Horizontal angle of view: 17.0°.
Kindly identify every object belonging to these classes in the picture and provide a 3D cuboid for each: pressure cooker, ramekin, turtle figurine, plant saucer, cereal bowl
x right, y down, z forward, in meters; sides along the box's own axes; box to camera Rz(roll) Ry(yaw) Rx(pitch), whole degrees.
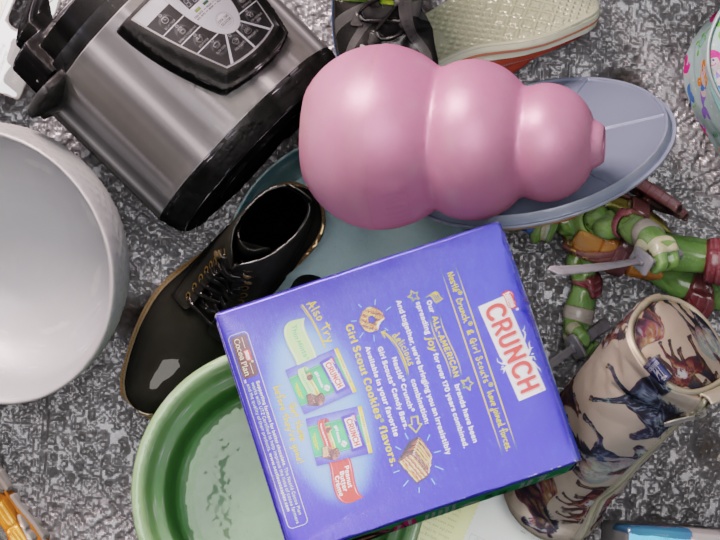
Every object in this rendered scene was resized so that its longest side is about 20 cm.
[{"bbox_3d":[-0.138,-0.148,1.691,0.200,0.176,0.179,45,103,2],"label":"pressure cooker"},{"bbox_3d":[-0.055,0.155,1.676,0.199,0.098,0.201,0,83,1],"label":"ramekin"},{"bbox_3d":[0.201,0.022,1.708,0.193,0.200,0.144,12,121,-5],"label":"turtle figurine"},{"bbox_3d":[0.000,0.000,1.759,0.199,0.027,0.201,0,87,-1],"label":"plant saucer"},{"bbox_3d":[-0.252,-0.011,1.710,0.199,0.083,0.201,4,106,14],"label":"cereal bowl"}]

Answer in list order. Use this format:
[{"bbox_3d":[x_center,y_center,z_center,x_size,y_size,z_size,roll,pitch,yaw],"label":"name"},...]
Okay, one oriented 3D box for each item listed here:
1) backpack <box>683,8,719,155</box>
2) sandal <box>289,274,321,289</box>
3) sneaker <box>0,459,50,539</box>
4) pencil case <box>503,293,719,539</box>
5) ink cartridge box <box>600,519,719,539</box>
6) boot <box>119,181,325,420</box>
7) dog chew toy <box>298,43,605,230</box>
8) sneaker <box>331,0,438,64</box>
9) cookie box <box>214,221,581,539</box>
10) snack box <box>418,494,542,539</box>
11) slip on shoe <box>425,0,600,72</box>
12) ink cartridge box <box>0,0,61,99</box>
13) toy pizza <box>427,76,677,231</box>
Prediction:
[{"bbox_3d":[0.333,-0.126,1.719,0.177,0.151,0.200,-32,81,-7],"label":"backpack"},{"bbox_3d":[0.030,0.074,1.716,0.200,0.075,0.048,33,112,8],"label":"sandal"},{"bbox_3d":[-0.286,0.168,1.719,0.077,0.078,0.200,-32,87,6],"label":"sneaker"},{"bbox_3d":[0.174,0.110,1.667,0.078,0.200,0.090,1,51,-33],"label":"pencil case"},{"bbox_3d":[0.271,0.256,1.691,0.199,0.147,0.147,5,86,-1],"label":"ink cartridge box"},{"bbox_3d":[-0.103,0.015,1.674,0.077,0.138,0.200,35,88,1],"label":"boot"},{"bbox_3d":[0.063,-0.086,1.603,0.199,0.125,0.125,3,86,10],"label":"dog chew toy"},{"bbox_3d":[0.012,-0.198,1.674,0.071,0.083,0.200,-10,94,-3],"label":"sneaker"},{"bbox_3d":[0.024,0.082,1.596,0.199,0.075,0.172,-18,83,-2],"label":"cookie box"},{"bbox_3d":[0.040,0.191,1.743,0.200,0.037,0.116,25,84,0],"label":"snack box"},{"bbox_3d":[0.081,-0.158,1.757,0.200,0.061,0.074,-25,53,-9],"label":"slip on shoe"},{"bbox_3d":[-0.311,-0.232,1.760,0.200,0.047,0.160,23,86,-5],"label":"ink cartridge box"},{"bbox_3d":[0.125,-0.076,1.699,0.200,0.200,0.032,-17,120,-2],"label":"toy pizza"}]
